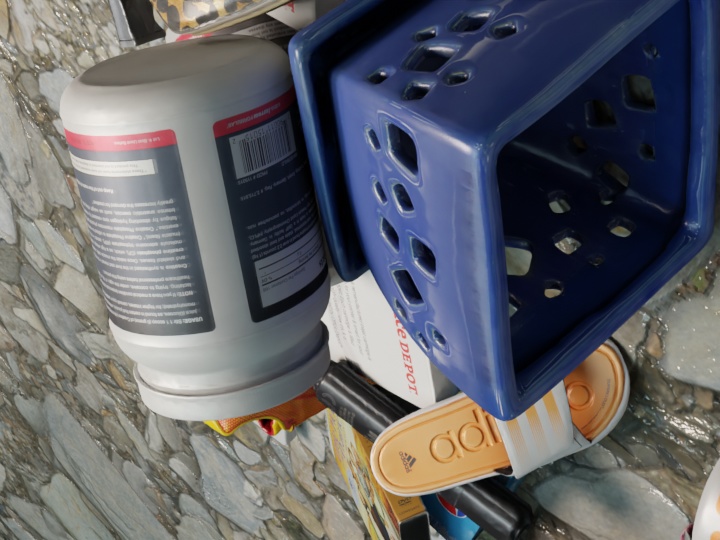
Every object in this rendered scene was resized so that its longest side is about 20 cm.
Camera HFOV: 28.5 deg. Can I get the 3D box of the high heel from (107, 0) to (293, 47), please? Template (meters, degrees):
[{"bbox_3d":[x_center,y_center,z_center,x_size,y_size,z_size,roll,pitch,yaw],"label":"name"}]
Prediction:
[{"bbox_3d":[-0.106,-0.216,0.850,0.198,0.071,0.144,-1,110,44],"label":"high heel"}]

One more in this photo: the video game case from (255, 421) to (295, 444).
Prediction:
[{"bbox_3d":[-0.143,0.074,1.408,0.199,0.018,0.144,33,145,25],"label":"video game case"}]

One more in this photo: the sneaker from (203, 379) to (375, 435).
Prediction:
[{"bbox_3d":[-0.055,0.092,1.165,0.073,0.198,0.078,26,111,42],"label":"sneaker"}]

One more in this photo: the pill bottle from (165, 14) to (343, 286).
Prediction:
[{"bbox_3d":[-0.054,-0.088,0.973,0.111,0.109,0.203,-35,73,60],"label":"pill bottle"}]

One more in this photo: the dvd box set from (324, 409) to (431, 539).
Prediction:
[{"bbox_3d":[0.013,0.182,1.239,0.148,0.029,0.201,84,164,-45],"label":"dvd box set"}]

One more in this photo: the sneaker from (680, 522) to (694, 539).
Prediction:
[{"bbox_3d":[0.255,0.228,1.047,0.083,0.069,0.200,67,154,13],"label":"sneaker"}]

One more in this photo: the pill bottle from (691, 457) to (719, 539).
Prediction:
[{"bbox_3d":[0.310,0.177,0.853,0.199,0.113,0.114,24,142,37],"label":"pill bottle"}]

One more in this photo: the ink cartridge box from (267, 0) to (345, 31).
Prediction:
[{"bbox_3d":[-0.076,-0.259,0.899,0.199,0.083,0.146,32,145,28],"label":"ink cartridge box"}]

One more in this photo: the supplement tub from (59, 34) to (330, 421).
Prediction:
[{"bbox_3d":[-0.093,-0.028,0.850,0.139,0.139,0.203,12,119,45],"label":"supplement tub"}]

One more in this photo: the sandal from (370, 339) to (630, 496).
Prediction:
[{"bbox_3d":[0.096,0.116,1.006,0.205,0.059,0.080,-27,89,16],"label":"sandal"}]

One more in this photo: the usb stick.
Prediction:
[{"bbox_3d":[0.047,0.140,1.089,0.199,0.033,0.056,36,161,12],"label":"usb stick"}]

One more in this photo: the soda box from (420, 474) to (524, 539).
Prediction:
[{"bbox_3d":[0.101,0.150,1.138,0.064,0.068,0.201,41,149,13],"label":"soda box"}]

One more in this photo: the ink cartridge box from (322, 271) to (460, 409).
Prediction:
[{"bbox_3d":[0.000,0.000,1.088,0.199,0.084,0.147,25,143,35],"label":"ink cartridge box"}]

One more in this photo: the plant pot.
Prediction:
[{"bbox_3d":[0.076,-0.074,0.804,0.179,0.199,0.202,31,147,37],"label":"plant pot"}]
